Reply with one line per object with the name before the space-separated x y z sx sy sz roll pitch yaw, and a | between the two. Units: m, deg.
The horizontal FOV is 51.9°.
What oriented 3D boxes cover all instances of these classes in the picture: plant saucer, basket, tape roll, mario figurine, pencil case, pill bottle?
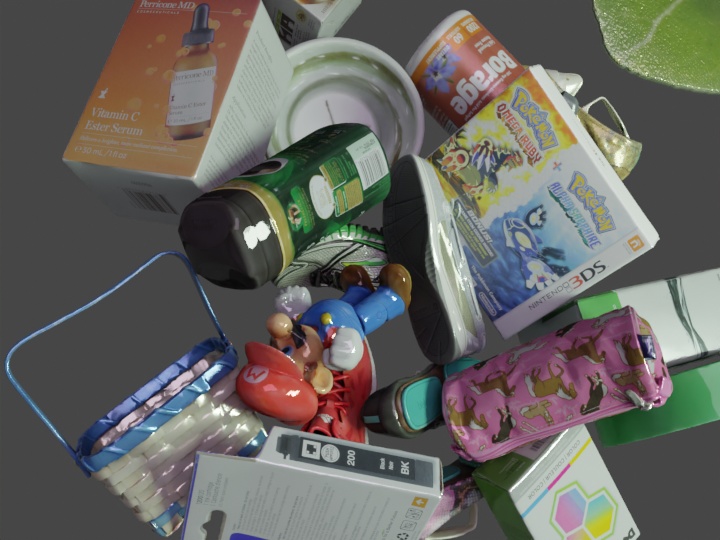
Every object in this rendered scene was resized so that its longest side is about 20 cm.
plant saucer | -0.027 -0.158 0.823 0.194 0.050 0.206 1 74 -5
basket | -0.185 0.110 0.648 0.174 0.138 0.204 -32 106 -21
tape roll | 0.328 0.125 0.733 0.195 0.201 0.049 -11 73 -15
mario figurine | -0.036 0.045 0.645 0.106 0.124 0.200 44 46 5
pencil case | 0.167 0.103 0.652 0.196 0.086 0.085 -24 95 23
pill bottle | 0.150 -0.187 0.845 0.112 0.112 0.200 -42 84 -21

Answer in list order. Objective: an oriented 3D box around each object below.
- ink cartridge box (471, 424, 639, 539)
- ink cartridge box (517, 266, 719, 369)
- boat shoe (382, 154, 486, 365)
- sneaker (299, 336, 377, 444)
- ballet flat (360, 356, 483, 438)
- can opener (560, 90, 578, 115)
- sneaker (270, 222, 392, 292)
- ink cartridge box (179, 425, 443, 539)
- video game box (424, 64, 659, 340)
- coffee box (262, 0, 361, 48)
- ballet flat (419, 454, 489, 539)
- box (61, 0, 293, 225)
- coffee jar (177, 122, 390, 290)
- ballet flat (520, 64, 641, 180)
ink cartridge box | 0.197 0.243 0.701 0.103 0.059 0.203 -36 106 -23
ink cartridge box | 0.286 0.068 0.772 0.194 0.147 0.085 -11 75 -15
boat shoe | 0.075 -0.013 0.733 0.064 0.074 0.208 -9 81 -39
sneaker | -0.022 0.120 0.696 0.076 0.116 0.206 -9 73 2
ballet flat | 0.069 0.124 0.734 0.197 0.067 0.070 3 71 -52
can opener | 0.152 -0.103 0.781 0.066 0.202 0.053 32 29 -3
sneaker | 0.000 0.000 0.769 0.194 0.078 0.088 -3 73 -14
ink cartridge box | -0.052 0.216 0.627 0.194 0.201 0.044 12 38 -9
video game box | 0.160 -0.061 0.731 0.202 0.181 0.047 55 31 4
coffee box | -0.099 -0.360 0.865 0.198 0.080 0.115 35 68 1
ballet flat | 0.109 0.215 0.731 0.196 0.069 0.073 -22 95 -21
box | -0.174 -0.159 0.740 0.148 0.107 0.205 8 68 18
coffee jar | -0.066 -0.060 0.676 0.199 0.103 0.087 -37 117 -39
ballet flat | 0.259 -0.194 0.893 0.200 0.071 0.071 44 68 1
